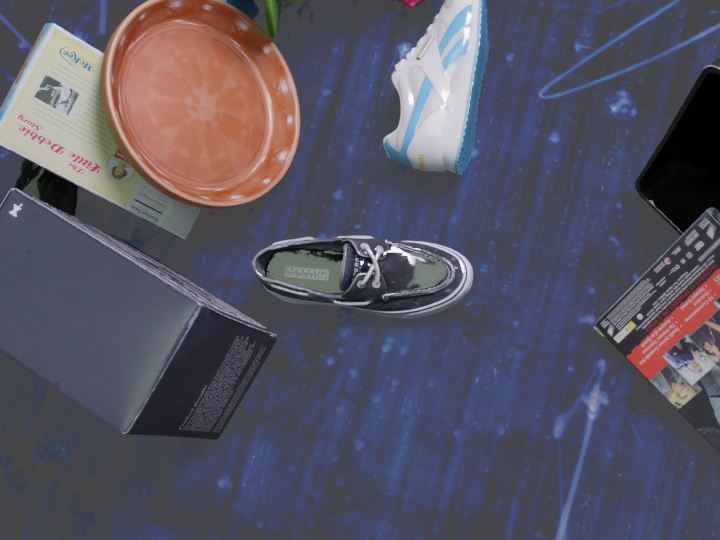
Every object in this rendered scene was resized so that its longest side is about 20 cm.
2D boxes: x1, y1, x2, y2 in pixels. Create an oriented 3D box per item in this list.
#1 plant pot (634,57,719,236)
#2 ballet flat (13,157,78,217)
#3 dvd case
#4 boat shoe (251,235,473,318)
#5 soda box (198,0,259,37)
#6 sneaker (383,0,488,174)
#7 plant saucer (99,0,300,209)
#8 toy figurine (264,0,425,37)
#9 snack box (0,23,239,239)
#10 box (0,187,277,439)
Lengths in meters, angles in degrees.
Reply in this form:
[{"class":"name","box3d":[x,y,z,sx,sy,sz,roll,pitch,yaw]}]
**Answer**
[{"class":"plant pot","box3d":[0.371,-0.090,0.713,0.177,0.200,0.200,-37,73,-12]},{"class":"ballet flat","box3d":[-0.315,-0.092,0.931,0.066,0.057,0.201,15,86,-14]},{"class":"dvd case","box3d":[0.305,0.069,0.734,0.200,0.022,0.146,48,127,18]},{"class":"boat shoe","box3d":[0.000,0.000,0.827,0.199,0.068,0.072,5,80,13]},{"class":"soda box","box3d":[-0.192,-0.210,0.913,0.068,0.064,0.200,35,87,16]},{"class":"sneaker","box3d":[0.074,-0.191,0.849,0.080,0.077,0.201,8,78,15]},{"class":"plant saucer","box3d":[-0.146,-0.155,0.846,0.032,0.200,0.201,-12,72,51]},{"class":"toy figurine","box3d":[0.000,-0.304,0.844,0.183,0.200,0.151,-3,86,-1]},{"class":"snack box","box3d":[-0.224,-0.124,0.847,0.037,0.200,0.117,23,84,59]},{"class":"box","box3d":[-0.208,0.046,0.794,0.200,0.198,0.124,29,85,16]}]
